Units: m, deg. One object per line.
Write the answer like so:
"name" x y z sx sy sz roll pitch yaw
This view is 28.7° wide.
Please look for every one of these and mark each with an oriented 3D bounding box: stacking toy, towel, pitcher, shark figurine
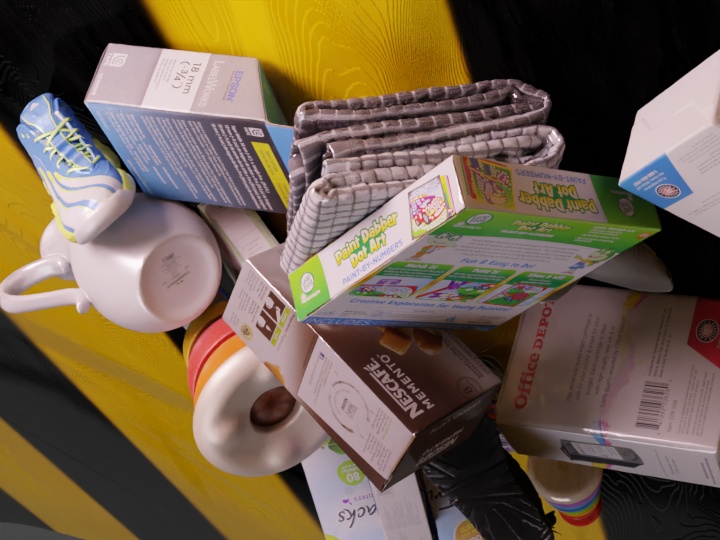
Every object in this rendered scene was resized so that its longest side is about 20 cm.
"stacking toy" 0.249 0.257 1.644 0.085 0.086 0.200 9 157 19
"towel" 0.038 -0.065 1.049 0.199 0.086 0.166 -9 158 -12
"pitcher" -0.228 0.000 1.267 0.200 0.171 0.121 21 144 52
"shark figurine" 0.142 -0.008 1.161 0.214 0.090 0.128 6 151 22
"stacking toy" -0.111 0.076 1.268 0.146 0.146 0.200 42 -176 -42

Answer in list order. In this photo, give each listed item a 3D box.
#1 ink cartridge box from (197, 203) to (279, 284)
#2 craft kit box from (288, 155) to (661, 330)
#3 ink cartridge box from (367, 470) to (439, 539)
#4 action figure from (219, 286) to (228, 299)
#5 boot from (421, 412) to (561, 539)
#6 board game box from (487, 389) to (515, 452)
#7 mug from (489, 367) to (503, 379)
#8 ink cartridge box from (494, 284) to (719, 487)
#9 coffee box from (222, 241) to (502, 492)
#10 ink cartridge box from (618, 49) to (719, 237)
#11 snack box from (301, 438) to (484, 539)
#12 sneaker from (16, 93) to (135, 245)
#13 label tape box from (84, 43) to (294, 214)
"ink cartridge box" -0.068 0.031 1.298 0.200 0.048 0.146 53 170 26
"craft kit box" 0.082 -0.013 1.033 0.200 0.049 0.197 4 156 -39
"ink cartridge box" 0.034 0.191 1.263 0.044 0.094 0.201 -13 123 3
"action figure" -0.144 0.060 1.400 0.200 0.065 0.099 50 148 13
"boot" 0.108 0.175 1.259 0.199 0.073 0.162 55 -175 -3
"board game box" 0.223 0.143 1.432 0.199 0.032 0.120 -9 142 22
"mug" 0.051 0.169 1.498 0.153 0.186 0.150 13 122 32
"ink cartridge box" 0.237 0.098 1.238 0.199 0.148 0.086 6 152 29
"coffee box" -0.001 0.065 1.132 0.200 0.114 0.080 46 135 21
"ink cartridge box" 0.295 -0.063 0.963 0.199 0.067 0.116 25 155 -14
"snack box" 0.034 0.192 1.386 0.168 0.201 0.068 -16 -172 13
"sneaker" -0.254 -0.090 1.199 0.105 0.076 0.200 49 178 -22
"label tape box" -0.103 -0.110 1.144 0.199 0.063 0.144 9 154 18
